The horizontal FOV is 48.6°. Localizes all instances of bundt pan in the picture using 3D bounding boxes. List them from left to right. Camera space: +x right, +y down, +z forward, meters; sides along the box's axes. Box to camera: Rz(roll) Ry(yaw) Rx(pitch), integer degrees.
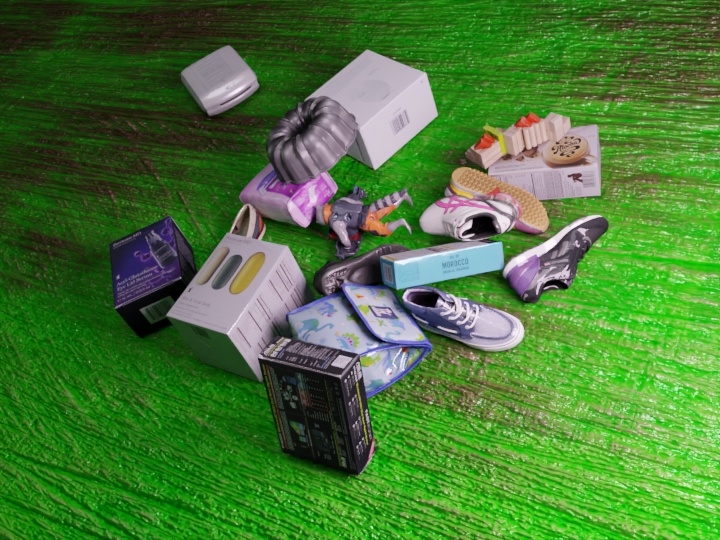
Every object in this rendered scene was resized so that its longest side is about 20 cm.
[{"bbox_3d":[-0.107,-0.271,1.595,0.201,0.076,0.203,-23,40,21],"label":"bundt pan"}]

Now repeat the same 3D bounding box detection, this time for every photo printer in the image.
[{"bbox_3d":[-0.358,-0.484,2.052,0.166,0.070,0.200,-32,47,-7],"label":"photo printer"}]

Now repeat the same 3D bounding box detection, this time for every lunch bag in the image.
[{"bbox_3d":[-0.002,0.115,1.346,0.199,0.128,0.170,-21,42,-14],"label":"lunch bag"}]

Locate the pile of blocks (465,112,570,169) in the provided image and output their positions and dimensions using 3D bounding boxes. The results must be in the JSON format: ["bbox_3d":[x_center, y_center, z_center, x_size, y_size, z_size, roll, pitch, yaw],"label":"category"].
[{"bbox_3d":[0.287,-0.261,1.480,0.199,0.062,0.082,-20,44,4],"label":"pile of blocks"}]

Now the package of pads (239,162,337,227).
[{"bbox_3d":[-0.153,-0.162,1.652,0.199,0.076,0.121,17,62,50],"label":"package of pads"}]

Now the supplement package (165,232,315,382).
[{"bbox_3d":[-0.213,0.064,1.450,0.151,0.151,0.201,13,56,31],"label":"supplement package"}]

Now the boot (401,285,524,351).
[{"bbox_3d":[0.164,0.077,1.315,0.199,0.090,0.073,8,69,31],"label":"boot"}]

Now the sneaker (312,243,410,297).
[{"bbox_3d":[0.000,0.000,1.468,0.198,0.077,0.114,-20,10,-23],"label":"sneaker"}]

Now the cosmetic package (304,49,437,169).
[{"bbox_3d":[0.023,-0.354,1.741,0.199,0.123,0.200,-42,49,-15],"label":"cosmetic package"}]

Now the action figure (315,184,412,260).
[{"bbox_3d":[0.004,-0.125,1.564,0.192,0.105,0.201,-6,48,9],"label":"action figure"}]

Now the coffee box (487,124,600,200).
[{"bbox_3d":[0.345,-0.198,1.498,0.198,0.080,0.114,-3,49,21],"label":"coffee box"}]

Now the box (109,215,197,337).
[{"bbox_3d":[-0.415,0.010,1.615,0.147,0.105,0.201,-25,46,1],"label":"box"}]

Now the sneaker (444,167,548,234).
[{"bbox_3d":[0.250,-0.113,1.477,0.199,0.090,0.075,31,53,11],"label":"sneaker"}]

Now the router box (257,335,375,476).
[{"bbox_3d":[-0.065,0.208,1.228,0.149,0.201,0.062,9,35,28],"label":"router box"}]

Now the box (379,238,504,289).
[{"bbox_3d":[0.140,-0.014,1.375,0.198,0.050,0.082,-10,10,-14],"label":"box"}]

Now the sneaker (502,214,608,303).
[{"bbox_3d":[0.347,-0.013,1.355,0.199,0.076,0.088,-32,60,-1],"label":"sneaker"}]

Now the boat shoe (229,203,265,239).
[{"bbox_3d":[-0.252,-0.044,1.625,0.071,0.063,0.201,5,54,24],"label":"boat shoe"}]

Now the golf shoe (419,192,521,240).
[{"bbox_3d":[0.181,-0.091,1.420,0.199,0.073,0.092,-5,25,40],"label":"golf shoe"}]
